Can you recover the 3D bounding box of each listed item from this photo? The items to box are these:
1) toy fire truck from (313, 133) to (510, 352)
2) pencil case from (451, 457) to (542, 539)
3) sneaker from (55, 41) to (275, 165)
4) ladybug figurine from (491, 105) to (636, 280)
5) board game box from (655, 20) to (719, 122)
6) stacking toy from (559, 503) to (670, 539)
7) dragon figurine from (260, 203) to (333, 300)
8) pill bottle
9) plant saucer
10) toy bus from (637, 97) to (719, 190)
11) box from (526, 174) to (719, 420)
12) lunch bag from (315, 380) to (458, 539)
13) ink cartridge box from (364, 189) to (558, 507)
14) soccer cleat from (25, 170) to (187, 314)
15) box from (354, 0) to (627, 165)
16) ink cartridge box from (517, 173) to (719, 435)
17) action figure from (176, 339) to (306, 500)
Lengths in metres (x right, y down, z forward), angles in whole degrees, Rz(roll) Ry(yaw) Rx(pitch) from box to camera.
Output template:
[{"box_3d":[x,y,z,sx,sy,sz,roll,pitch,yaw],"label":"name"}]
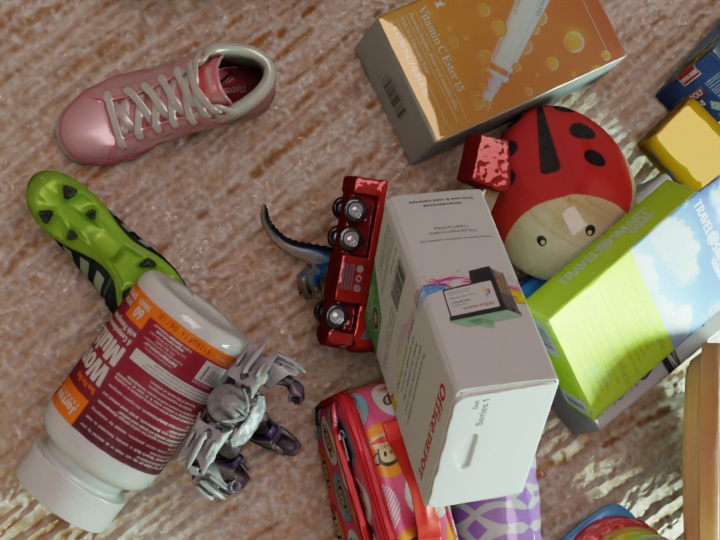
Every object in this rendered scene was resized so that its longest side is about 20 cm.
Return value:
[{"box_3d":[0.045,-0.024,1.482,0.141,0.049,0.201,10,91,-14],"label":"toy fire truck"},{"box_3d":[0.118,0.180,1.452,0.085,0.084,0.201,-4,90,-37],"label":"pencil case"},{"box_3d":[-0.164,-0.149,1.500,0.200,0.105,0.076,-16,87,-13],"label":"sneaker"},{"box_3d":[0.171,-0.079,1.533,0.135,0.072,0.200,-16,44,7],"label":"ladybug figurine"},{"box_3d":[0.391,-0.242,1.610,0.062,0.200,0.200,42,61,-4],"label":"board game box"},{"box_3d":[0.242,0.261,1.471,0.110,0.200,0.116,-36,89,-15],"label":"stacking toy"},{"box_3d":[0.000,0.000,1.534,0.099,0.059,0.200,-42,92,-15],"label":"dragon figurine"},{"box_3d":[-0.189,0.109,1.429,0.109,0.110,0.200,36,94,-4],"label":"pill bottle"},{"box_3d":[0.296,0.163,1.508,0.032,0.200,0.201,1,80,12],"label":"plant saucer"},{"box_3d":[0.347,-0.067,1.602,0.065,0.078,0.200,-44,92,2],"label":"toy bus"},{"box_3d":[0.238,0.017,1.473,0.200,0.048,0.122,-39,124,-15],"label":"box"},{"box_3d":[0.028,0.191,1.449,0.082,0.176,0.201,-15,84,-14],"label":"lunch bag"},{"box_3d":[0.073,0.059,1.347,0.084,0.145,0.200,-6,49,-15],"label":"ink cartridge box"},{"box_3d":[-0.210,-0.011,1.488,0.067,0.081,0.200,-40,112,-3],"label":"soccer cleat"},{"box_3d":[0.116,-0.197,1.570,0.200,0.097,0.125,-26,87,-15],"label":"box"},{"box_3d":[0.233,0.030,1.566,0.200,0.084,0.146,-38,90,-14],"label":"ink cartridge box"},{"box_3d":[-0.095,0.127,1.419,0.069,0.200,0.130,41,78,10],"label":"action figure"}]
